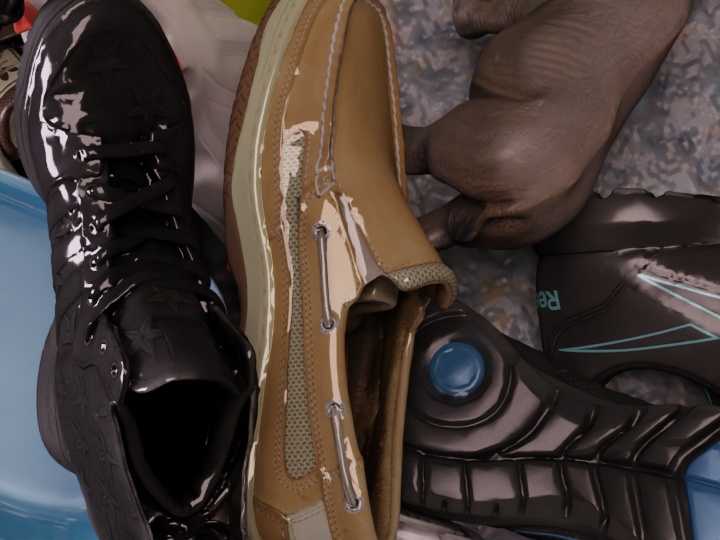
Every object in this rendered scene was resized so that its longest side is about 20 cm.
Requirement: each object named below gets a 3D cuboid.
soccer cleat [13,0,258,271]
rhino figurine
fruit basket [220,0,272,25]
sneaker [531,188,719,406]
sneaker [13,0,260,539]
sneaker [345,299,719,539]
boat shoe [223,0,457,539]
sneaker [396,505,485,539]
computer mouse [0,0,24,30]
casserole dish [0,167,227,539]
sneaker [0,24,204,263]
[{"bbox_3d":[-0.054,-0.065,1.020,0.069,0.200,0.078,-12,45,33],"label":"soccer cleat"},{"bbox_3d":[0.075,-0.080,1.055,0.087,0.060,0.200,-1,42,40],"label":"rhino figurine"},{"bbox_3d":[-0.053,-0.173,1.065,0.215,0.216,0.156,-20,53,-5],"label":"fruit basket"},{"bbox_3d":[0.160,0.011,1.048,0.199,0.075,0.080,0,85,11],"label":"sneaker"},{"bbox_3d":[-0.065,0.015,0.918,0.060,0.104,0.201,-6,106,-25],"label":"sneaker"},{"bbox_3d":[0.061,0.066,1.017,0.199,0.082,0.073,22,78,15],"label":"sneaker"},{"bbox_3d":[0.000,0.000,0.968,0.076,0.072,0.201,-1,83,35],"label":"boat shoe"},{"bbox_3d":[0.062,0.147,1.013,0.199,0.078,0.100,16,93,5],"label":"sneaker"},{"bbox_3d":[-0.142,-0.156,0.965,0.046,0.140,0.201,14,46,-36],"label":"computer mouse"},{"bbox_3d":[-0.139,0.022,0.994,0.199,0.039,0.122,22,94,-5],"label":"casserole dish"},{"bbox_3d":[-0.125,-0.072,1.066,0.070,0.076,0.200,-40,78,-9],"label":"sneaker"}]
